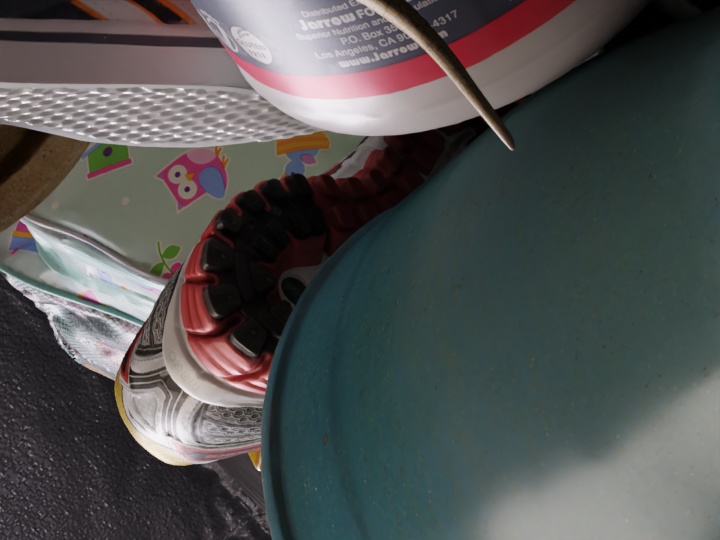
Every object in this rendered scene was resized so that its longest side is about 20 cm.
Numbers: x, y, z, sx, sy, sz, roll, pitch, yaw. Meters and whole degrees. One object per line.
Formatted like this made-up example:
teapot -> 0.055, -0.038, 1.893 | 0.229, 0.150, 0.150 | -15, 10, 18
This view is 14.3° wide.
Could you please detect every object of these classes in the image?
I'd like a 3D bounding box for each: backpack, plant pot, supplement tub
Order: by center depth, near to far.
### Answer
supplement tub -> -0.013, -0.143, 0.681 | 0.140, 0.140, 0.200 | 32, 163, 51
plant pot -> 0.101, 0.022, 0.697 | 0.200, 0.200, 0.188 | 45, 143, 3
backpack -> -0.021, -0.022, 1.077 | 0.200, 0.176, 0.153 | 30, 165, 19

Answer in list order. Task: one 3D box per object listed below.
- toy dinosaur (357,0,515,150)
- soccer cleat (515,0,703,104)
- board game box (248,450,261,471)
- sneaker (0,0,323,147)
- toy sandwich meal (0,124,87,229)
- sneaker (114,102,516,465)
toy dinosaur -> -0.055, -0.086, 0.626 | 0.200, 0.058, 0.101 | 15, 165, 35
soccer cleat -> 0.122, -0.017, 0.854 | 0.200, 0.069, 0.085 | 47, 162, -7
board game box -> 0.050, 0.039, 0.935 | 0.096, 0.199, 0.030 | -123, 40, -59
sneaker -> -0.080, -0.078, 0.774 | 0.200, 0.080, 0.078 | 3, 167, -42
toy sandwich meal -> -0.156, -0.087, 0.830 | 0.205, 0.205, 0.070 | 45, 149, 1
sneaker -> 0.000, 0.000, 0.850 | 0.082, 0.200, 0.078 | -42, 77, 39
